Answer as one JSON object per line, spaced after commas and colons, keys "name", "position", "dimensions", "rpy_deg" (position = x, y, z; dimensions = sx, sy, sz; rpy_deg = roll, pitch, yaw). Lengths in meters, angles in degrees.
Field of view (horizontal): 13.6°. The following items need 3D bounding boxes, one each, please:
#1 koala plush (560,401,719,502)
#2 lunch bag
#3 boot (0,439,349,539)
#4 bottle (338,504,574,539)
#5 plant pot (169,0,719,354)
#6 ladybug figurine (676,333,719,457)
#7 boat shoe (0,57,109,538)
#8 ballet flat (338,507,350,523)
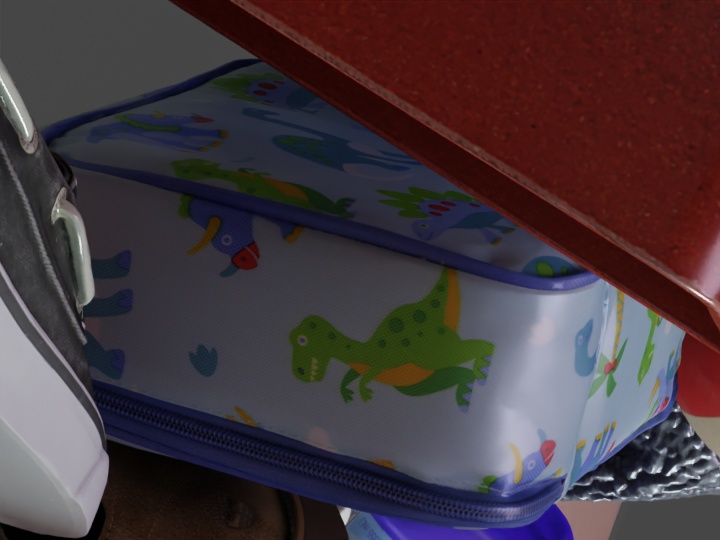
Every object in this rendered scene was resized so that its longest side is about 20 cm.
{"name": "koala plush", "position": [0.050, -0.020, 1.107], "dimensions": [0.177, 0.183, 0.201], "rpy_deg": [-36, 124, -87]}
{"name": "lunch bag", "position": [0.000, 0.000, 0.791], "dimensions": [0.200, 0.160, 0.083], "rpy_deg": [-31, 135, -70]}
{"name": "boot", "position": [-0.059, 0.053, 0.806], "dimensions": [0.074, 0.075, 0.200], "rpy_deg": [-62, -165, 4]}
{"name": "bottle", "position": [-0.015, 0.140, 1.038], "dimensions": [0.200, 0.083, 0.065], "rpy_deg": [-47, -175, 24]}
{"name": "plant pot", "position": [0.034, -0.112, 0.570], "dimensions": [0.177, 0.200, 0.200], "rpy_deg": [-58, 169, 0]}
{"name": "ladybug figurine", "position": [0.149, -0.013, 0.850], "dimensions": [0.200, 0.072, 0.136], "rpy_deg": [-32, -157, 44]}
{"name": "boat shoe", "position": [-0.082, -0.003, 0.610], "dimensions": [0.200, 0.070, 0.064], "rpy_deg": [81, 31, -65]}
{"name": "ballet flat", "position": [-0.042, 0.081, 0.965], "dimensions": [0.074, 0.074, 0.201], "rpy_deg": [89, 23, -61]}
